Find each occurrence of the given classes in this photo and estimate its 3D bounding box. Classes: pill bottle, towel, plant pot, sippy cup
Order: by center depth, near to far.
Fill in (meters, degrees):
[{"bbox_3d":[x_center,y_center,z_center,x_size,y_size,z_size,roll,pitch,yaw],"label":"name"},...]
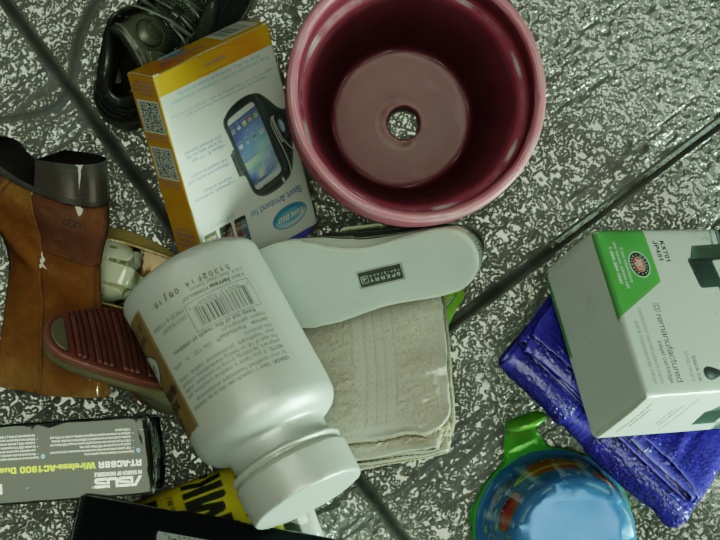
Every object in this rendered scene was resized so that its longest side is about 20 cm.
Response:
[{"bbox_3d":[-0.085,0.085,1.406,0.114,0.114,0.200,-28,74,-4],"label":"pill bottle"},{"bbox_3d":[0.006,0.068,1.493,0.132,0.034,0.200,-12,52,11],"label":"towel"},{"bbox_3d":[0.037,-0.130,1.493,0.200,0.179,0.200,0,87,-4],"label":"plant pot"},{"bbox_3d":[-0.130,0.225,1.496,0.200,0.114,0.114,-21,88,-5],"label":"pill bottle"},{"bbox_3d":[0.162,0.211,1.505,0.178,0.130,0.140,36,86,-1],"label":"sippy cup"},{"bbox_3d":[0.220,0.095,1.522,0.200,0.050,0.148,44,49,-1],"label":"towel"}]

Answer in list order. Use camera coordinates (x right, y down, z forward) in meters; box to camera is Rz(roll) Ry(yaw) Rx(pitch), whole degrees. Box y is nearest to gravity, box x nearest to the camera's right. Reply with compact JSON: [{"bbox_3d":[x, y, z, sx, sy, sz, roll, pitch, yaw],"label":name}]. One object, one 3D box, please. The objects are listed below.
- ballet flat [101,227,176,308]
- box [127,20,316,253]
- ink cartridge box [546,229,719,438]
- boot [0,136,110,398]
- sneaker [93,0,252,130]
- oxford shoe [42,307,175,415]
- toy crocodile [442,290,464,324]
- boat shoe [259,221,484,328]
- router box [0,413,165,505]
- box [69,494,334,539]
[{"bbox_3d":[-0.170,0.007,1.532,0.200,0.063,0.069,15,88,-2],"label":"ballet flat"},{"bbox_3d":[-0.105,-0.085,1.498,0.119,0.041,0.200,-30,120,-34],"label":"box"},{"bbox_3d":[0.265,0.046,1.489,0.200,0.083,0.147,-2,64,-28],"label":"ink cartridge box"},{"bbox_3d":[-0.279,-0.003,1.527,0.188,0.068,0.200,9,107,21],"label":"boot"},{"bbox_3d":[-0.145,-0.206,1.522,0.076,0.114,0.199,39,83,-2],"label":"sneaker"},{"bbox_3d":[-0.168,0.084,1.485,0.200,0.075,0.071,17,44,-32],"label":"oxford shoe"},{"bbox_3d":[0.020,0.092,1.541,0.067,0.062,0.200,25,79,34],"label":"toy crocodile"},{"bbox_3d":[0.000,0.000,1.488,0.200,0.064,0.071,-6,102,10],"label":"boat shoe"},{"bbox_3d":[-0.256,0.150,1.475,0.200,0.150,0.062,-4,86,-4],"label":"router box"},{"bbox_3d":[-0.131,0.293,1.391,0.200,0.124,0.197,10,113,-6],"label":"box"}]
